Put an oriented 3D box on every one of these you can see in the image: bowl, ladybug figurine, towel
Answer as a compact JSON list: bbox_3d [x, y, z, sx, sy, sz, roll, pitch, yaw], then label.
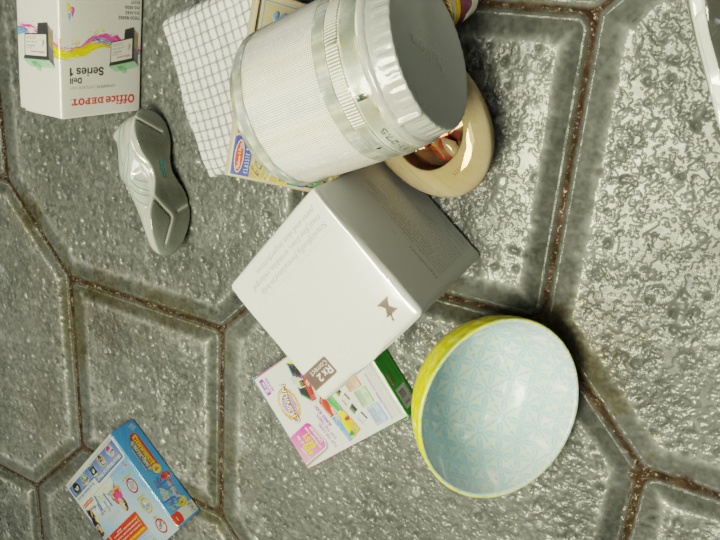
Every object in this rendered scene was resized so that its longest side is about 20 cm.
[{"bbox_3d":[0.135,0.139,0.798,0.108,0.196,0.205,-150,51,-67],"label":"bowl"},{"bbox_3d":[0.072,-0.174,0.768,0.135,0.072,0.201,-40,83,34],"label":"ladybug figurine"},{"bbox_3d":[-0.144,-0.234,0.868,0.163,0.085,0.204,-10,102,33],"label":"towel"}]

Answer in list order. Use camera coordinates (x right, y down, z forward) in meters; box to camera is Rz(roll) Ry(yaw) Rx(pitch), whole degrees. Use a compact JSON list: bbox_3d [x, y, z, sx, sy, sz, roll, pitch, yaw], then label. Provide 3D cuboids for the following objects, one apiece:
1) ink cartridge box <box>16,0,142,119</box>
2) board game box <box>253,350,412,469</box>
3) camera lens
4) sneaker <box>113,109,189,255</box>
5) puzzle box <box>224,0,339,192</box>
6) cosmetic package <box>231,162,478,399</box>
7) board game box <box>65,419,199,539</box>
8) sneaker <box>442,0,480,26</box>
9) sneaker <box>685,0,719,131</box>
[{"bbox_3d":[-0.369,-0.313,0.929,0.083,0.144,0.204,18,114,23],"label":"ink cartridge box"},{"bbox_3d":[-0.038,0.164,0.955,0.199,0.040,0.155,-34,88,33],"label":"board game box"},{"bbox_3d":[-0.016,-0.180,0.678,0.197,0.159,0.163,-12,100,35],"label":"camera lens"},{"bbox_3d":[-0.301,-0.121,1.005,0.079,0.070,0.205,-6,97,40],"label":"sneaker"},{"bbox_3d":[-0.074,-0.195,0.790,0.025,0.130,0.205,-162,80,-68],"label":"puzzle box"},{"bbox_3d":[0.000,0.000,0.787,0.166,0.200,0.165,48,121,5],"label":"cosmetic package"},{"bbox_3d":[-0.401,0.396,1.224,0.197,0.056,0.200,51,122,6],"label":"board game box"},{"bbox_3d":[0.036,-0.302,0.748,0.198,0.090,0.076,30,140,27],"label":"sneaker"},{"bbox_3d":[0.347,-0.207,0.610,0.098,0.071,0.203,-16,103,30],"label":"sneaker"}]
